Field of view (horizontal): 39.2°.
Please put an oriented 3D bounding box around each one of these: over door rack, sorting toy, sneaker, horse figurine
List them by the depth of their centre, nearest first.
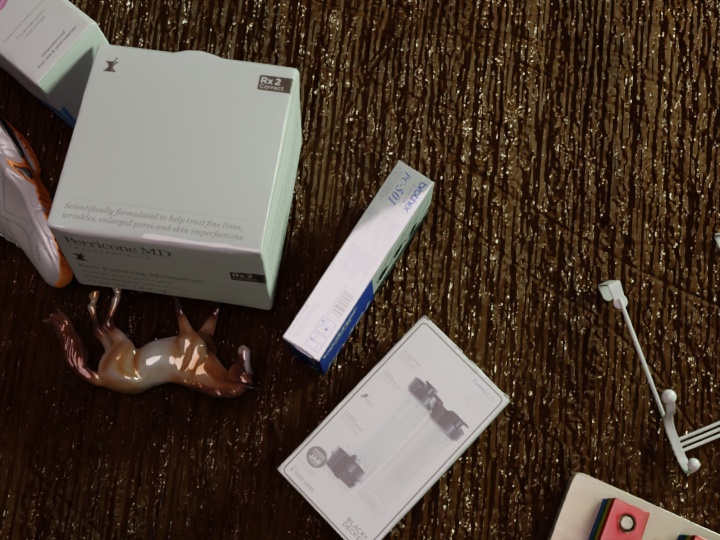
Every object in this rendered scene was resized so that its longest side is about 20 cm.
[{"bbox_3d":[0.254,0.314,0.906,0.198,0.070,0.201,23,78,6],"label":"sorting toy"},{"bbox_3d":[0.335,0.072,0.963,0.146,0.067,0.202,-21,77,-5],"label":"over door rack"},{"bbox_3d":[-0.202,0.071,0.981,0.197,0.050,0.134,-8,71,-3],"label":"horse figurine"},{"bbox_3d":[-0.350,-0.056,1.007,0.091,0.076,0.201,-33,71,1],"label":"sneaker"}]

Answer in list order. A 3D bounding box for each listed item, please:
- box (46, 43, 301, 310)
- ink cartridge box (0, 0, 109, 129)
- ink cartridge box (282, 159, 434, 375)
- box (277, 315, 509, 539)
[{"bbox_3d":[-0.166,-0.088,0.958,0.196,0.131,0.203,7,65,3],"label":"box"},{"bbox_3d":[-0.342,-0.246,1.006,0.199,0.145,0.085,41,82,9],"label":"ink cartridge box"},{"bbox_3d":[0.000,0.000,0.971,0.044,0.094,0.201,32,80,8],"label":"ink cartridge box"},{"bbox_3d":[0.032,0.156,0.951,0.117,0.060,0.200,42,81,10],"label":"box"}]
